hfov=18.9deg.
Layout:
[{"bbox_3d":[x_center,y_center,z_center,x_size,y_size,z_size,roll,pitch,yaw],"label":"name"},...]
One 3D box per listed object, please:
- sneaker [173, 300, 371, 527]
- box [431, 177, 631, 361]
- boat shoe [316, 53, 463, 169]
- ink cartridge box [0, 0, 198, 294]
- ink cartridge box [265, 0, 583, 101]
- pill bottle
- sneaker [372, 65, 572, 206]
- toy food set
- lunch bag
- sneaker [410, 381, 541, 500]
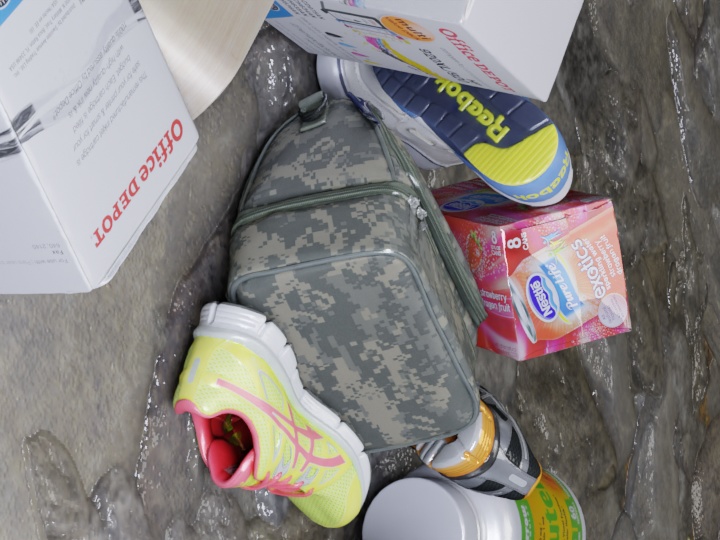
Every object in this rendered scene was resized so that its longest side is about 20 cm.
[{"bbox_3d":[-0.064,0.113,1.391,0.200,0.078,0.090,55,49,-37],"label":"sneaker"},{"bbox_3d":[0.105,-0.005,1.576,0.095,0.200,0.100,-14,102,-20],"label":"box"},{"bbox_3d":[0.041,-0.127,1.606,0.200,0.070,0.071,34,57,-53],"label":"boat shoe"},{"bbox_3d":[-0.181,-0.108,1.161,0.147,0.086,0.200,-61,140,-45],"label":"ink cartridge box"},{"bbox_3d":[0.036,-0.217,1.437,0.147,0.199,0.145,31,76,-58],"label":"ink cartridge box"},{"bbox_3d":[0.083,0.197,1.612,0.200,0.111,0.112,12,76,-62],"label":"pill bottle"},{"bbox_3d":[0.077,-0.114,1.514,0.200,0.074,0.082,53,9,34],"label":"sneaker"},{"bbox_3d":[-0.119,-0.199,1.302,0.143,0.060,0.200,41,45,-20],"label":"toy food set"},{"bbox_3d":[0.000,0.000,1.460,0.168,0.139,0.200,-89,159,-47],"label":"lunch bag"},{"bbox_3d":[0.069,0.111,1.553,0.077,0.078,0.200,34,9,-22],"label":"sneaker"}]
